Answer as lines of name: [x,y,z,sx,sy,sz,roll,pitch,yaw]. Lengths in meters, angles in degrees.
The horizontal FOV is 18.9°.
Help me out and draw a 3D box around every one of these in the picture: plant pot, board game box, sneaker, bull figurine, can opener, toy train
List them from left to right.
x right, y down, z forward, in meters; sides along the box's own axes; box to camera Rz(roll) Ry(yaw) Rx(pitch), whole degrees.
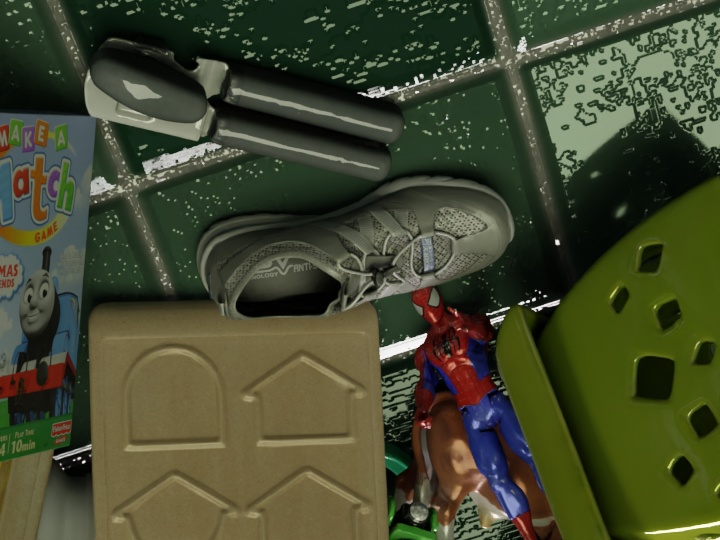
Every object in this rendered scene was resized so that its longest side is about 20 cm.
board game box: [-0.208,0.008,1.234,0.036,0.151,0.202,6,95,22]
can opener: [-0.070,-0.091,1.285,0.199,0.067,0.053,11,117,-19]
sneaker: [0.000,0.000,1.333,0.199,0.082,0.075,-13,121,0]
toy train: [0.000,0.210,1.430,0.041,0.057,0.200,17,146,-15]
bull figurine: [0.116,0.151,1.440,0.199,0.065,0.122,22,93,-11]
plant pot: [0.204,0.086,1.317,0.181,0.201,0.199,-28,156,17]

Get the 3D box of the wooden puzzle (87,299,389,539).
wooden puzzle: [-0.077,0.118,1.356,0.184,0.046,0.202,-1,77,-11]

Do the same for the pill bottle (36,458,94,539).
pill bottle: [-0.250,0.171,1.382,0.198,0.117,0.117,4,120,-9]

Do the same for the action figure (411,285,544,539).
action figure: [0.076,0.096,1.347,0.065,0.099,0.201,-31,78,16]

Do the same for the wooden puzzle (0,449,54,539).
wooden puzzle: [-0.278,0.102,1.312,0.184,0.037,0.201,12,76,-9]

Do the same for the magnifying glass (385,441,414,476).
magnifying glass: [-0.047,0.182,1.472,0.199,0.022,0.080,-34,119,10]
